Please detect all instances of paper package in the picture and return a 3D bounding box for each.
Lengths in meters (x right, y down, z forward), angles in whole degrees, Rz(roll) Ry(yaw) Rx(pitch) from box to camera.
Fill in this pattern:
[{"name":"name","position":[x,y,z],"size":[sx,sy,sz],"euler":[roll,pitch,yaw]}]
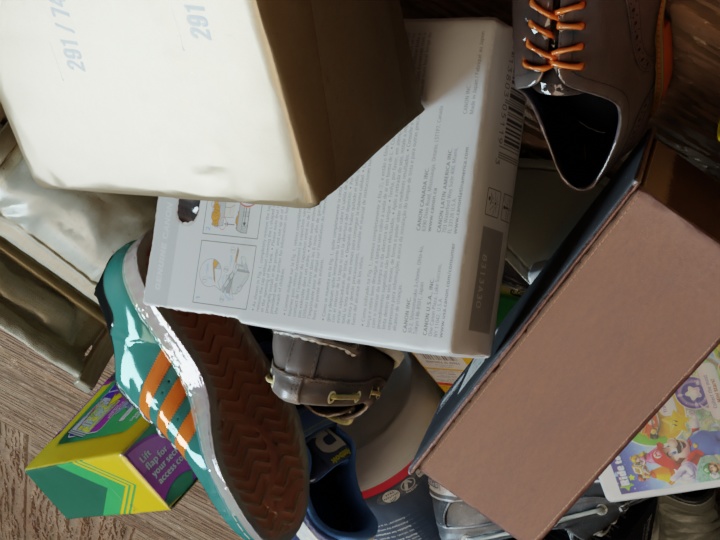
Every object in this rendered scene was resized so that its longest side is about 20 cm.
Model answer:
[{"name":"paper package","position":[-0.086,-0.139,0.570],"size":[0.189,0.104,0.201],"euler":[6,127,32]}]

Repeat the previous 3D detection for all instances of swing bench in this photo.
[{"name":"swing bench","position":[-0.211,-0.025,0.897],"size":[0.198,0.130,0.199],"euler":[38,155,-22]}]

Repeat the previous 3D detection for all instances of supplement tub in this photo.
[{"name":"supplement tub","position":[0.027,0.146,0.955],"size":[0.139,0.141,0.200],"euler":[5,145,34]}]

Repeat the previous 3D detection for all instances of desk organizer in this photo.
[{"name":"desk organizer","position":[0.112,0.039,0.626],"size":[0.077,0.072,0.201],"euler":[34,121,1]}]

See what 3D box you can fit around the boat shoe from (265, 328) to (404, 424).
[{"name":"boat shoe","position":[-0.017,0.059,0.765],"size":[0.071,0.060,0.200],"euler":[16,172,8]}]

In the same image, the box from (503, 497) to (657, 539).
[{"name":"box","position":[0.123,0.263,0.925],"size":[0.103,0.182,0.201],"euler":[23,137,27]}]

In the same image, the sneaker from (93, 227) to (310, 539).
[{"name":"sneaker","position":[-0.098,0.076,0.770],"size":[0.080,0.071,0.202],"euler":[-27,86,46]}]

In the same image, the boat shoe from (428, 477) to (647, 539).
[{"name":"boat shoe","position":[0.146,0.148,0.853],"size":[0.198,0.069,0.072],"euler":[-9,-170,-1]}]

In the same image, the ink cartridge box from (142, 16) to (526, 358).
[{"name":"ink cartridge box","position":[-0.016,-0.047,0.656],"size":[0.198,0.163,0.050],"euler":[6,176,35]}]

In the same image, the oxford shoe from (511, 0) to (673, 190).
[{"name":"oxford shoe","position":[0.096,-0.115,0.538],"size":[0.071,0.073,0.201],"euler":[10,147,29]}]

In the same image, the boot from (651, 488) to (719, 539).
[{"name":"boot","position":[0.200,0.188,0.980],"size":[0.199,0.068,0.131],"euler":[-5,128,42]}]

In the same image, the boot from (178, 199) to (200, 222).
[{"name":"boot","position":[0.000,0.000,0.770],"size":[0.199,0.069,0.189],"euler":[20,161,29]}]

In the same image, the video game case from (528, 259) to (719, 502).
[{"name":"video game case","position":[0.200,0.041,0.644],"size":[0.198,0.018,0.144],"euler":[-14,109,26]}]

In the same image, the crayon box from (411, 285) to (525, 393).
[{"name":"crayon box","position":[0.138,0.058,0.803],"size":[0.199,0.059,0.119],"euler":[0,142,40]}]

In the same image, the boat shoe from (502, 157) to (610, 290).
[{"name":"boat shoe","position":[0.090,-0.026,0.718],"size":[0.198,0.073,0.063],"euler":[18,177,15]}]

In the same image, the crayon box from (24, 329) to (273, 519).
[{"name":"crayon box","position":[-0.130,0.089,0.928],"size":[0.058,0.200,0.172],"euler":[52,145,-16]}]

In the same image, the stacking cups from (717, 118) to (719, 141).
[{"name":"stacking cups","position":[0.254,-0.045,0.532],"size":[0.198,0.061,0.061],"euler":[23,152,7]}]

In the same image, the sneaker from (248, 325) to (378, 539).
[{"name":"sneaker","position":[-0.048,0.101,0.819],"size":[0.082,0.074,0.202],"euler":[-24,91,43]}]
